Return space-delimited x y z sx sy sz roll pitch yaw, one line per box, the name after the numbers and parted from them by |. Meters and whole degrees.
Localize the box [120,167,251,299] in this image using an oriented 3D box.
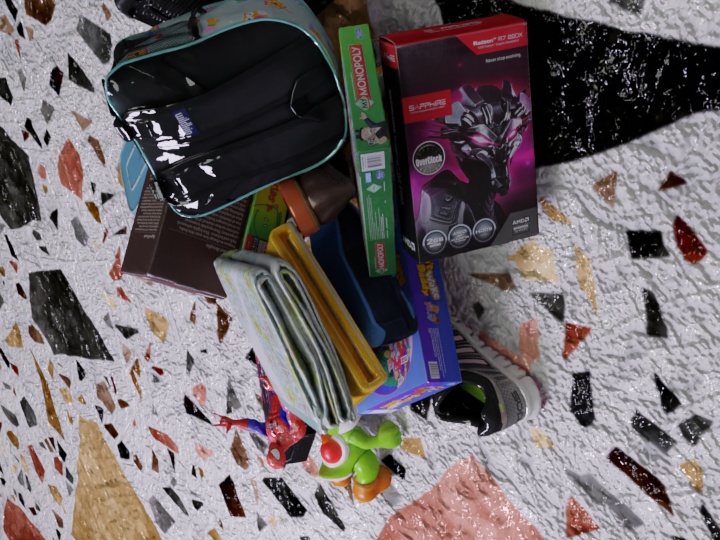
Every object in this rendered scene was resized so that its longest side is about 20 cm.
-0.176 -0.079 1.028 0.075 0.100 0.202 3 76 50 | box

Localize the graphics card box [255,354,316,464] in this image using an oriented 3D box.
-0.098 0.129 1.189 0.126 0.050 0.202 111 150 -63 | graphics card box

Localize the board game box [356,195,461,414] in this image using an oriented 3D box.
0.034 0.040 1.027 0.134 0.044 0.202 -33 60 51 | board game box

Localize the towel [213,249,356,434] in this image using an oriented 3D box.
-0.075 0.063 0.937 0.172 0.048 0.200 67 163 -11 | towel

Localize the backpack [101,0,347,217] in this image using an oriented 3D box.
-0.113 -0.166 0.893 0.198 0.154 0.177 -16 123 13 | backpack

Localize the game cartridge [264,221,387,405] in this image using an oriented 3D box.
-0.048 0.059 0.974 0.177 0.032 0.200 58 161 9 | game cartridge

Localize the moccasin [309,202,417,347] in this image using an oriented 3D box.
0.000 0.000 0.983 0.081 0.068 0.201 -61 39 45 | moccasin

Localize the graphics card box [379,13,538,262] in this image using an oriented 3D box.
0.091 -0.118 0.864 0.051 0.124 0.202 -133 33 -63 | graphics card box

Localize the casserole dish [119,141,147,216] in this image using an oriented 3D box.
-0.256 -0.135 1.171 0.200 0.039 0.122 -41 60 55 | casserole dish

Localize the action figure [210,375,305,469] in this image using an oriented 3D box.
-0.103 0.118 1.074 0.065 0.099 0.202 -21 57 40 | action figure

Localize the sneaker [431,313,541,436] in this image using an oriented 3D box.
0.094 0.110 1.028 0.199 0.087 0.074 34 133 31 | sneaker

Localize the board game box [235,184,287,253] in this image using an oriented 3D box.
-0.123 -0.106 1.092 0.101 0.047 0.202 1 76 50 | board game box

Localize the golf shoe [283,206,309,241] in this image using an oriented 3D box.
-0.107 -0.050 1.144 0.078 0.095 0.200 41 144 -13 | golf shoe

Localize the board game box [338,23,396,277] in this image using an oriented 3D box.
0.008 -0.102 0.871 0.201 0.029 0.136 84 177 -59 | board game box

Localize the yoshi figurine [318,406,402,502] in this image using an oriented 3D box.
-0.009 0.186 1.201 0.112 0.111 0.201 -102 -1 -53 | yoshi figurine

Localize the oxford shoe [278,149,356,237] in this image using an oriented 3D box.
-0.045 -0.094 0.973 0.072 0.072 0.200 62 -178 -27 | oxford shoe

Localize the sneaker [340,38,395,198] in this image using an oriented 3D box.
0.010 -0.151 1.000 0.201 0.078 0.078 113 149 -49 | sneaker

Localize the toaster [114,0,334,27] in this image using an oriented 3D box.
-0.135 -0.305 0.961 0.199 0.180 0.120 -24 57 51 | toaster
